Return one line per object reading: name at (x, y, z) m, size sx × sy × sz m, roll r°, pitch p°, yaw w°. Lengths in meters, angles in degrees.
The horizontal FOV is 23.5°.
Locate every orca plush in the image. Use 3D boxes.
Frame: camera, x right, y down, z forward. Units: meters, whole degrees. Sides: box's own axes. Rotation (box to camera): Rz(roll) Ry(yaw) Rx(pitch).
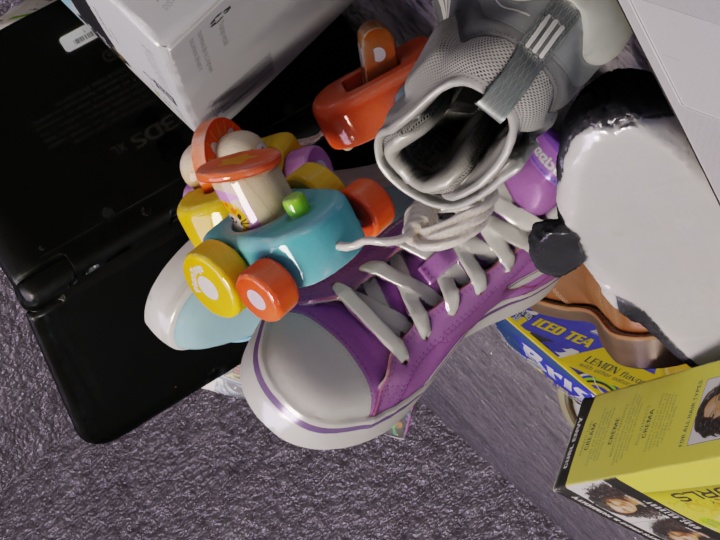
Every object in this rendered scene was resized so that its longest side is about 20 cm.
orca plush at (0.134, -0.024, 0.685) m, size 0.105 × 0.071 × 0.200 m, roll -22°, pitch 137°, yaw 35°

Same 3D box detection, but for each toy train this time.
toy train at (-0.013, -0.054, 0.711) m, size 0.056 × 0.150 × 0.200 m, roll 62°, pitch -173°, yaw -21°

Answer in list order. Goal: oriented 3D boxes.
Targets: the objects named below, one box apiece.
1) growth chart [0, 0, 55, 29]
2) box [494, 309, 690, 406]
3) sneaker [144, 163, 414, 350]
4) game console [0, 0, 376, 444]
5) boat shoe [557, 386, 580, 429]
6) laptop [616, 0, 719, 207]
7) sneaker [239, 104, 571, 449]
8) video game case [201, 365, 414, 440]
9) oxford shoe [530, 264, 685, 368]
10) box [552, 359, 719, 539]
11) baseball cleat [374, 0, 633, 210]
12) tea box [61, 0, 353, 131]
growth chart at (-0.134, -0.159, 0.927) m, size 0.018 × 0.145 × 0.200 m, roll 70°, pitch -154°, yaw -21°
box at (0.157, 0.057, 0.942) m, size 0.200 × 0.070 × 0.064 m, roll 41°, pitch 172°, yaw 34°
sneaker at (0.000, 0.000, 0.807) m, size 0.082 × 0.200 × 0.074 m, roll 46°, pitch 146°, yaw 35°
game console at (-0.090, -0.045, 0.837) m, size 0.176 × 0.200 × 0.116 m, roll 56°, pitch 162°, yaw 8°
boat shoe at (0.190, 0.100, 1.060) m, size 0.068 × 0.075 × 0.200 m, roll 32°, pitch 174°, yaw 43°
laptop at (0.129, 0.007, 0.481) m, size 0.200 × 0.116 × 0.187 m, roll 28°, pitch 164°, yaw 40°
sneaker at (0.036, -0.011, 0.710) m, size 0.073 × 0.200 × 0.114 m, roll 45°, pitch 140°, yaw 9°
video game case at (-0.040, -0.019, 0.931) m, size 0.181 × 0.200 × 0.036 m, roll 14°, pitch -153°, yaw 3°
oxford shoe at (0.120, -0.011, 0.838) m, size 0.200 × 0.071 × 0.071 m, roll -147°, pitch 42°, yaw -73°
box at (0.161, 0.071, 0.688) m, size 0.075 × 0.050 × 0.200 m, roll 28°, pitch 158°, yaw -17°
baseball cleat at (0.040, -0.073, 0.635) m, size 0.070 × 0.106 × 0.200 m, roll 40°, pitch 177°, yaw -1°
tea box at (-0.091, -0.178, 0.695) m, size 0.197 × 0.134 × 0.200 m, roll 46°, pitch 176°, yaw 3°
